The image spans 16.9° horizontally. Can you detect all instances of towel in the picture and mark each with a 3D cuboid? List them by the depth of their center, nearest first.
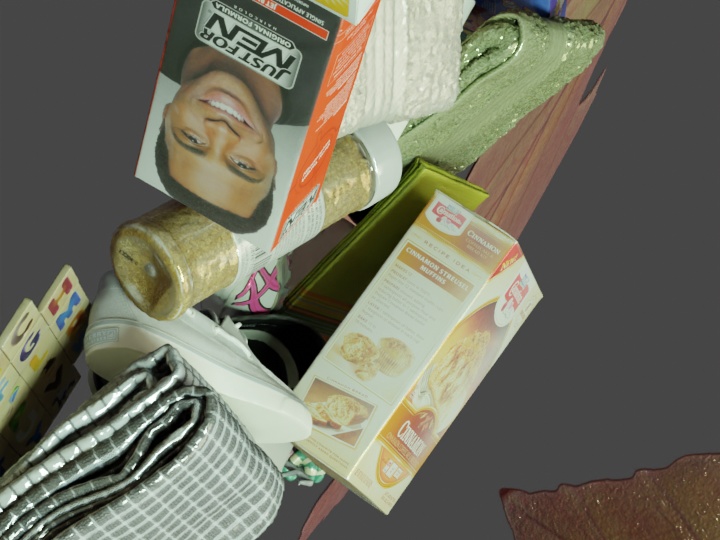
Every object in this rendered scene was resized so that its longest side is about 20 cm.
[{"bbox_3d":[0.013,-0.180,1.466,0.133,0.034,0.200,-17,117,-38],"label":"towel"},{"bbox_3d":[-0.151,0.155,1.485,0.200,0.086,0.166,-40,154,-3],"label":"towel"},{"bbox_3d":[0.073,-0.114,1.708,0.200,0.036,0.148,-40,162,27],"label":"towel"},{"bbox_3d":[0.000,0.000,1.744,0.200,0.018,0.086,-45,147,18],"label":"towel"}]

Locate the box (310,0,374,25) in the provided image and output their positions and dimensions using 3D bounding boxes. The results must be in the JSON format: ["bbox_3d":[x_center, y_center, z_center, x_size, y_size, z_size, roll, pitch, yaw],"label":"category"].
[{"bbox_3d":[0.004,-0.250,1.290,0.200,0.112,0.101,-56,169,-20],"label":"box"}]

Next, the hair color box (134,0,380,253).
[{"bbox_3d":[-0.059,-0.113,1.396,0.061,0.101,0.200,-52,167,-40],"label":"hair color box"}]

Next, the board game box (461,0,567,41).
[{"bbox_3d":[0.080,-0.210,1.737,0.200,0.134,0.045,82,30,-76],"label":"board game box"}]

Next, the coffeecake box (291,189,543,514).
[{"bbox_3d":[0.036,0.061,1.706,0.200,0.073,0.154,-54,162,-6],"label":"coffeecake box"}]

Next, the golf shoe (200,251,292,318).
[{"bbox_3d":[-0.092,-0.018,1.658,0.092,0.073,0.200,-22,154,-27],"label":"golf shoe"}]

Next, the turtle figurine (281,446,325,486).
[{"bbox_3d":[-0.092,0.115,1.818,0.200,0.150,0.101,94,12,-71],"label":"turtle figurine"}]

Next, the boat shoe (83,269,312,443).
[{"bbox_3d":[-0.102,0.057,1.557,0.072,0.200,0.069,-18,-122,40],"label":"boat shoe"}]

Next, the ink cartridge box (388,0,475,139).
[{"bbox_3d":[0.010,-0.165,1.588,0.117,0.067,0.200,-60,158,-8],"label":"ink cartridge box"}]

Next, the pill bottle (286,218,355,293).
[{"bbox_3d":[-0.051,0.046,1.895,0.110,0.110,0.200,-55,170,-31],"label":"pill bottle"}]

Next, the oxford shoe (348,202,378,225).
[{"bbox_3d":[0.016,-0.062,1.865,0.073,0.200,0.071,27,97,-36],"label":"oxford shoe"}]

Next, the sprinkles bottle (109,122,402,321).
[{"bbox_3d":[-0.063,-0.039,1.515,0.200,0.068,0.068,-31,154,-38],"label":"sprinkles bottle"}]

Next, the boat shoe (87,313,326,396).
[{"bbox_3d":[-0.102,0.065,1.643,0.063,0.074,0.201,-31,164,35],"label":"boat shoe"}]

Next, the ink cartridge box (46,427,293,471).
[{"bbox_3d":[-0.143,0.152,1.674,0.200,0.067,0.117,-12,135,-52],"label":"ink cartridge box"}]

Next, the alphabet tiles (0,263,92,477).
[{"bbox_3d":[-0.211,0.084,1.466,0.166,0.006,0.200,-58,170,-12],"label":"alphabet tiles"}]
